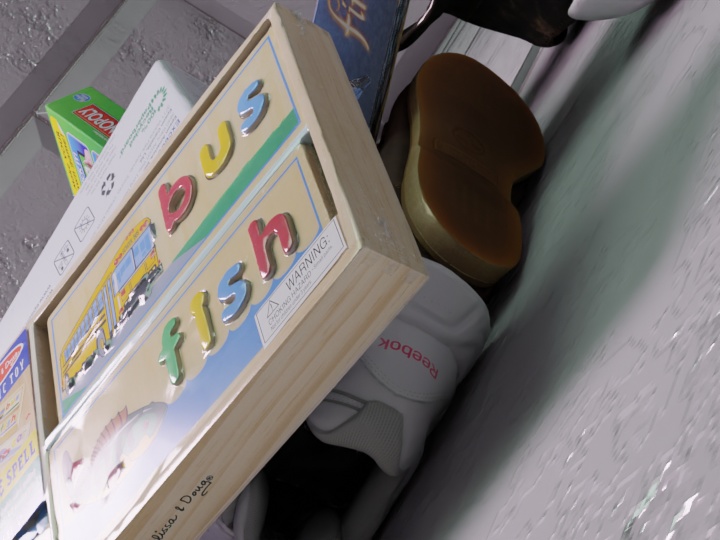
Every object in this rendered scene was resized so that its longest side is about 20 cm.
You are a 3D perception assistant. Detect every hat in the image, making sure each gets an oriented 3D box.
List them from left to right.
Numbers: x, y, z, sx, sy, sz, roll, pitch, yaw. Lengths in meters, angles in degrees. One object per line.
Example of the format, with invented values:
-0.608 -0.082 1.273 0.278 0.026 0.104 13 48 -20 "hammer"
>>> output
0.101 -0.176 0.884 0.201 0.081 0.201 -50 2 2 "hat"

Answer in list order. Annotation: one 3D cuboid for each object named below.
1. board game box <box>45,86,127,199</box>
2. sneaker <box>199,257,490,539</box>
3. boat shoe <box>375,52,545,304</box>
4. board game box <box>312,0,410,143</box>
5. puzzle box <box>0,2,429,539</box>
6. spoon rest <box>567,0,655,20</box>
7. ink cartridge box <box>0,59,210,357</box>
-0.093 0.019 0.768 0.029 0.200 0.135 -27 34 -23 "board game box"
-0.031 0.077 0.559 0.200 0.078 0.099 -56 7 47 "sneaker"
0.030 -0.031 0.647 0.070 0.070 0.200 -52 6 28 "boat shoe"
-0.011 -0.063 0.696 0.135 0.035 0.201 -69 -8 -83 "board game box"
-0.064 0.025 0.491 0.200 0.025 0.133 -49 35 23 "puzzle box"
0.118 -0.153 0.560 0.099 0.061 0.200 -59 4 -13 "spoon rest"
-0.086 0.045 0.571 0.197 0.043 0.200 -56 35 14 "ink cartridge box"
